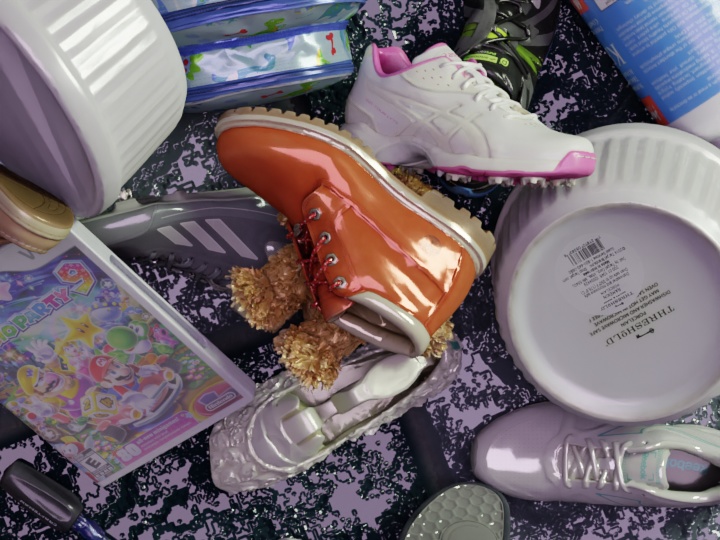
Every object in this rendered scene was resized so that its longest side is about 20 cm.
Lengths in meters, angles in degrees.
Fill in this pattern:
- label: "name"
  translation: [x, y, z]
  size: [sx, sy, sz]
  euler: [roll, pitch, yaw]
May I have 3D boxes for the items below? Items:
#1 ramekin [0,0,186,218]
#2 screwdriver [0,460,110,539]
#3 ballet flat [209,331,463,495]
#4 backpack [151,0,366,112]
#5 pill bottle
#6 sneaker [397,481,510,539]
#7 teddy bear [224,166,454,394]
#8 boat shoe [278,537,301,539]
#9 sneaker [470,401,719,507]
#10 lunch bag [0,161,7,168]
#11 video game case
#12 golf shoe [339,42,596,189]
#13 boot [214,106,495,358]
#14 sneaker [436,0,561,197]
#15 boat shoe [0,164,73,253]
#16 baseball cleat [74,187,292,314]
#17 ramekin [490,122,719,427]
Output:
- label: "ramekin"
  translation: [-0.195, -0.139, 1.472]
  size: [0.094, 0.202, 0.202]
  euler: [-39, 92, -20]
- label: "screwdriver"
  translation: [-0.168, 0.199, 1.627]
  size: [0.200, 0.028, 0.029]
  euler: [40, 117, -4]
- label: "ballet flat"
  translation: [-0.020, 0.090, 1.620]
  size: [0.200, 0.072, 0.072]
  euler: [-29, 91, -4]
- label: "backpack"
  translation: [-0.079, -0.183, 1.552]
  size: [0.183, 0.200, 0.147]
  euler: [-11, 90, -5]
- label: "pill bottle"
  translation: [0.235, -0.155, 1.618]
  size: [0.112, 0.112, 0.200]
  euler: [-35, 91, -4]
- label: "sneaker"
  translation: [0.051, 0.258, 1.614]
  size: [0.077, 0.146, 0.202]
  euler: [14, 52, 11]
- label: "teddy bear"
  translation: [0.000, 0.000, 1.573]
  size: [0.200, 0.067, 0.145]
  euler: [-16, 65, -31]
- label: "boat shoe"
  translation: [-0.036, 0.287, 1.621]
  size: [0.065, 0.074, 0.200]
  euler: [6, 82, -35]
- label: "sneaker"
  translation: [0.177, 0.130, 1.627]
  size: [0.200, 0.080, 0.071]
  euler: [3, 91, -3]
- label: "lunch bag"
  translation: [-0.273, -0.070, 1.595]
  size: [0.161, 0.082, 0.200]
  euler: [42, 87, -3]
- label: "video game case"
  translation: [-0.187, 0.054, 1.556]
  size: [0.143, 0.018, 0.200]
  euler: [-30, 122, 25]
- label: "golf shoe"
  translation: [0.068, -0.103, 1.544]
  size: [0.200, 0.075, 0.092]
  euler: [11, 95, 35]
- label: "boot"
  translation: [-0.020, -0.026, 1.511]
  size: [0.200, 0.075, 0.107]
  euler: [31, 64, -1]
- label: "sneaker"
  translation: [0.097, -0.149, 1.622]
  size: [0.071, 0.083, 0.200]
  euler: [13, 87, 0]
- label: "boat shoe"
  translation: [-0.241, -0.037, 1.470]
  size: [0.071, 0.200, 0.065]
  euler: [28, 90, -31]
- label: "baseball cleat"
  translation: [-0.103, -0.010, 1.590]
  size: [0.200, 0.070, 0.107]
  euler: [-10, 92, -24]
- label: "ramekin"
  translation: [0.182, 0.011, 1.578]
  size: [0.200, 0.105, 0.200]
  euler: [4, 112, 10]
